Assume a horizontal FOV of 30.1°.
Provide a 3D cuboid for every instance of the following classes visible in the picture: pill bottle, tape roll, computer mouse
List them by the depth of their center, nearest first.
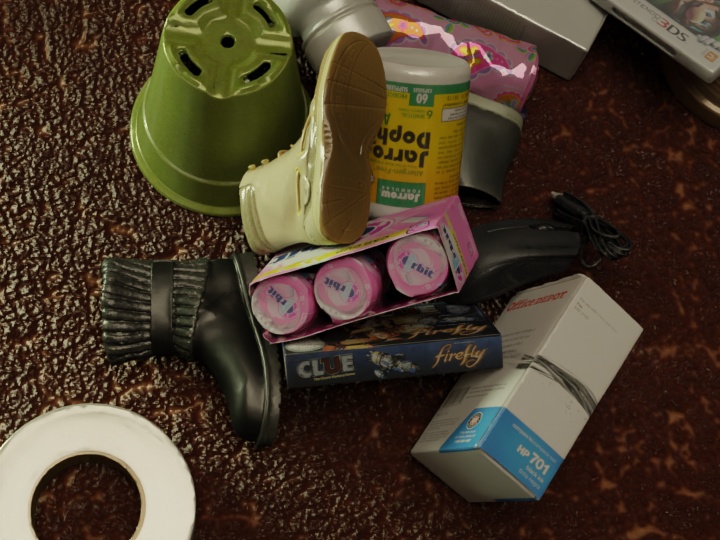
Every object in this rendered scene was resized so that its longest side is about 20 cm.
[{"bbox_3d":[-0.252,0.224,1.239,0.202,0.037,0.204,2,68,-6],"label":"tape roll"},{"bbox_3d":[0.044,-0.111,1.321,0.112,0.113,0.201,4,109,-5],"label":"pill bottle"},{"bbox_3d":[0.157,-0.029,1.346,0.199,0.053,0.139,-22,30,-9],"label":"computer mouse"},{"bbox_3d":[-0.054,-0.302,1.360,0.114,0.114,0.201,-29,83,-16],"label":"pill bottle"}]

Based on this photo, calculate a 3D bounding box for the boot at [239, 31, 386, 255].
[{"bbox_3d":[-0.049,-0.116,1.267,0.073,0.155,0.201,11,79,-34],"label":"boot"}]

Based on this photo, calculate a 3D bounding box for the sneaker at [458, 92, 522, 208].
[{"bbox_3d":[0.067,-0.139,1.397,0.199,0.075,0.107,15,68,-2],"label":"sneaker"}]

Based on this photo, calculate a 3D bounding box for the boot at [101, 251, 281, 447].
[{"bbox_3d":[-0.166,0.078,1.280,0.157,0.080,0.212,-5,59,-16],"label":"boot"}]

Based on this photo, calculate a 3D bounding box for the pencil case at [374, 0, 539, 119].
[{"bbox_3d":[0.095,-0.229,1.433,0.199,0.087,0.088,17,68,-1],"label":"pencil case"}]

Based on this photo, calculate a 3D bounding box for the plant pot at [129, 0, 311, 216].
[{"bbox_3d":[-0.132,-0.182,1.328,0.199,0.190,0.201,3,69,-7],"label":"plant pot"}]

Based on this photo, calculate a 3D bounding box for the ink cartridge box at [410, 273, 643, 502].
[{"bbox_3d":[0.155,0.114,1.264,0.086,0.146,0.200,42,68,-11],"label":"ink cartridge box"}]

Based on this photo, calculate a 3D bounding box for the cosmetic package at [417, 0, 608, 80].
[{"bbox_3d":[0.172,-0.306,1.476,0.199,0.074,0.102,30,68,3],"label":"cosmetic package"}]

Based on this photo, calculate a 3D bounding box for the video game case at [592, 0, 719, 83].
[{"bbox_3d":[0.368,-0.311,1.435,0.200,0.023,0.182,-40,66,-20],"label":"video game case"}]

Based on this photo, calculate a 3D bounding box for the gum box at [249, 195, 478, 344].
[{"bbox_3d":[0.000,0.000,1.247,0.199,0.114,0.066,-16,103,19],"label":"gum box"}]

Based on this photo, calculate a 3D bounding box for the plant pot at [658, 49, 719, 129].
[{"bbox_3d":[0.440,-0.256,1.478,0.200,0.093,0.202,3,68,-7],"label":"plant pot"}]

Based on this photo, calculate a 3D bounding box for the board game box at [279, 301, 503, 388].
[{"bbox_3d":[0.024,0.067,1.277,0.199,0.136,0.035,-5,103,-6],"label":"board game box"}]
